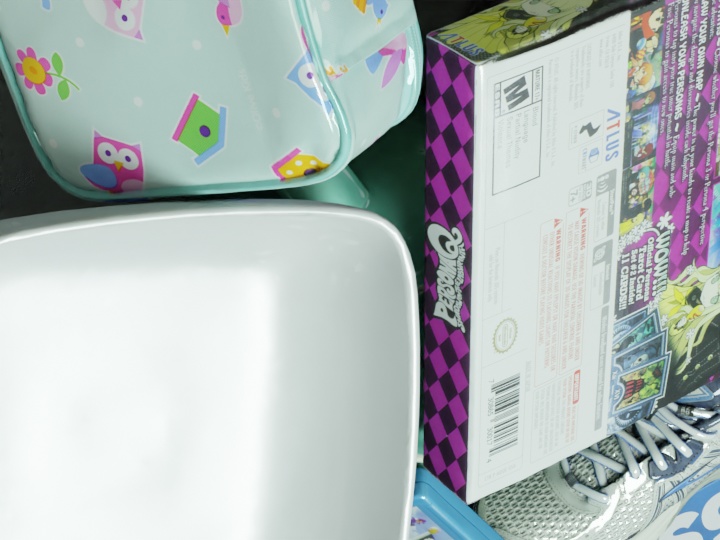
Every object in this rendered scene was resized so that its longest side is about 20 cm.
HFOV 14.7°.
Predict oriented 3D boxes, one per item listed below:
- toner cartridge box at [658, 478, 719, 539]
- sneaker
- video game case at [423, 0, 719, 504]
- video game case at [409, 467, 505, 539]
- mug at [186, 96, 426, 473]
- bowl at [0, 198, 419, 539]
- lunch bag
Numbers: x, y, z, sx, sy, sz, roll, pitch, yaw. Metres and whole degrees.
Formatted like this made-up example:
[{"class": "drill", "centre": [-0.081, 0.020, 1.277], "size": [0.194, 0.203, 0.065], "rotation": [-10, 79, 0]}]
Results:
[{"class": "toner cartridge box", "centre": [0.208, 0.094, 1.290], "size": [0.199, 0.043, 0.095], "rotation": [-28, 128, -14]}, {"class": "sneaker", "centre": [0.129, 0.063, 1.197], "size": [0.199, 0.077, 0.085], "rotation": [-27, 151, -18]}, {"class": "video game case", "centre": [0.102, -0.028, 1.074], "size": [0.181, 0.036, 0.201], "rotation": [-25, 131, -29]}, {"class": "video game case", "centre": [-0.016, 0.156, 1.197], "size": [0.199, 0.018, 0.143], "rotation": [-22, 133, 28]}, {"class": "mug", "centre": [0.000, 0.010, 1.135], "size": [0.184, 0.114, 0.153], "rotation": [15, 108, -34]}, {"class": "bowl", "centre": [-0.081, 0.067, 1.029], "size": [0.199, 0.075, 0.201], "rotation": [-4, 106, -27]}, {"class": "lunch bag", "centre": [-0.072, -0.127, 0.986], "size": [0.077, 0.160, 0.201], "rotation": [-37, 116, -50]}]
